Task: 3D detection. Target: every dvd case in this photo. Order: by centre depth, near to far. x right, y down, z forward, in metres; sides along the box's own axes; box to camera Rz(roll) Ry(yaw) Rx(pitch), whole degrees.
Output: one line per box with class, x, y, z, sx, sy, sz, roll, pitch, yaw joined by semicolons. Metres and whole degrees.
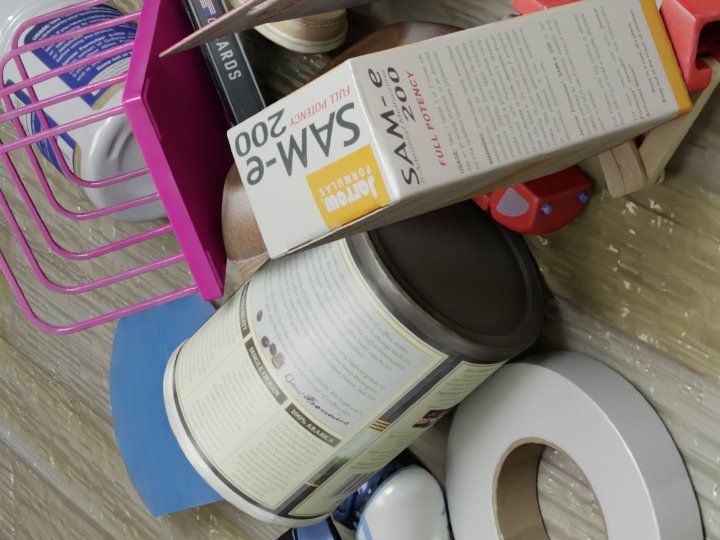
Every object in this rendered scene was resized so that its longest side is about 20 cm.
dvd case;-0.103;-0.171;1.402;0.150;0.025;0.201;-132;20;-78

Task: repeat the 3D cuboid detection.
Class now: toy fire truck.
toy fire truck;0.133;-0.089;1.162;0.141;0.049;0.201;44;136;36

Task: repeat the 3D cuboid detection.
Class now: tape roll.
tape roll;0.126;0.150;1.270;0.202;0.037;0.204;25;122;48

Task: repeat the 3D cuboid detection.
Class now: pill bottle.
pill bottle;-0.199;-0.133;1.560;0.200;0.119;0.120;42;133;40

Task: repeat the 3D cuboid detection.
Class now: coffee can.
coffee can;-0.007;0.043;1.277;0.200;0.146;0.147;-43;66;33

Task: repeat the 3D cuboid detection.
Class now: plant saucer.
plant saucer;-0.017;-0.087;1.254;0.037;0.201;0.200;46;149;-15

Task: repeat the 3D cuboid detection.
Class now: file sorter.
file sorter;-0.160;-0.074;1.311;0.200;0.125;0.140;-90;-18;-60

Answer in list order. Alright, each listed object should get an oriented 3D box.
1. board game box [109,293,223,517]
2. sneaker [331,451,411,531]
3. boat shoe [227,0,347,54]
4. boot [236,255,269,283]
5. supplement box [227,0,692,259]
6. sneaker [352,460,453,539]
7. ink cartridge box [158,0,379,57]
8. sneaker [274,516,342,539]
board game box;-0.127;0.101;1.616;0.199;0.039;0.159;-21;79;52
sneaker;-0.029;0.139;1.453;0.200;0.077;0.076;32;125;43
boat shoe;-0.065;-0.230;1.372;0.201;0.073;0.069;58;148;26
boot;0.000;0.000;1.379;0.200;0.073;0.155;-37;79;53
supplement box;0.051;-0.076;1.063;0.126;0.199;0.074;-23;86;55
sneaker;0.043;0.206;1.359;0.072;0.072;0.201;35;146;43
ink cartridge box;-0.007;-0.187;1.214;0.200;0.175;0.045;-19;89;55
sneaker;-0.043;0.215;1.429;0.200;0.077;0.070;91;154;-73
